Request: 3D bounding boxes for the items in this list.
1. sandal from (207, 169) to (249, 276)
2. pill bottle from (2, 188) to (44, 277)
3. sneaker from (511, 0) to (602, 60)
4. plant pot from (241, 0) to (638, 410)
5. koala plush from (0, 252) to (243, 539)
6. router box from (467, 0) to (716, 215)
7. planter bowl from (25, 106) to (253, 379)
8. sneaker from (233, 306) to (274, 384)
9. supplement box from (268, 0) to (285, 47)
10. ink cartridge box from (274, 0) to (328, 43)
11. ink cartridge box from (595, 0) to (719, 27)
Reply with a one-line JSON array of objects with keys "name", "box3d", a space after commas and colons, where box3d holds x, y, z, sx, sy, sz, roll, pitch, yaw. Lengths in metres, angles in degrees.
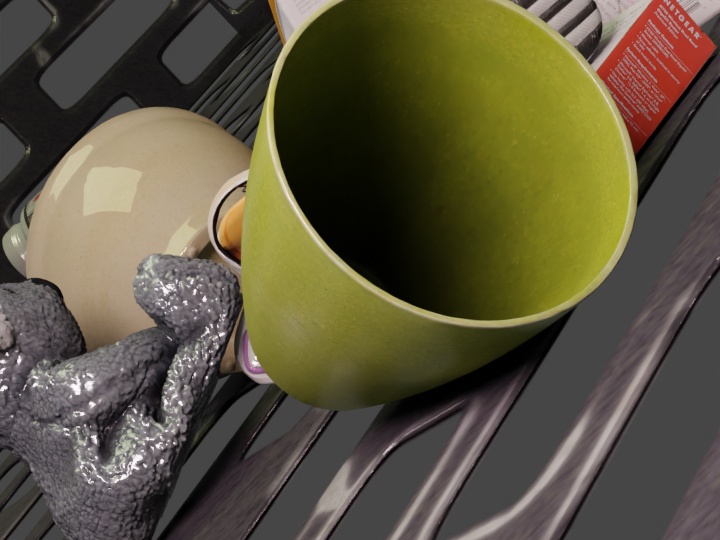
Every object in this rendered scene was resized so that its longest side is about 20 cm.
[{"name": "sandal", "box3d": [-0.052, -0.031, 1.388, 0.079, 0.059, 0.207, -44, 22, -1]}, {"name": "pill bottle", "box3d": [-0.422, -0.078, 3.337, 0.200, 0.116, 0.117, -40, 10, 22]}, {"name": "sneaker", "box3d": [0.048, -0.089, 1.314, 0.199, 0.076, 0.116, -35, 4, -4]}, {"name": "plant pot", "box3d": [0.015, -0.013, 1.154, 0.187, 0.187, 0.200, -50, -3, -33]}, {"name": "koala plush", "box3d": [-0.198, 0.072, 1.438, 0.178, 0.198, 0.185, 114, 177, -62]}, {"name": "router box", "box3d": [0.091, -0.057, 1.323, 0.180, 0.049, 0.200, -51, 11, -32]}, {"name": "planter bowl", "box3d": [-0.118, -0.002, 1.623, 0.200, 0.201, 0.134, -47, 37, -15]}, {"name": "sneaker", "box3d": [0.000, 0.000, 1.461, 0.200, 0.075, 0.100, -46, -9, -10]}, {"name": "supplement box", "box3d": [0.057, -0.238, 1.748, 0.199, 0.134, 0.197, -17, -5, -29]}, {"name": "ink cartridge box", "box3d": [0.012, -0.198, 1.447, 0.162, 0.201, 0.057, -39, 22, -16]}, {"name": "ink cartridge box", "box3d": [0.149, -0.182, 1.408, 0.200, 0.117, 0.068, -35, 13, 41]}]
